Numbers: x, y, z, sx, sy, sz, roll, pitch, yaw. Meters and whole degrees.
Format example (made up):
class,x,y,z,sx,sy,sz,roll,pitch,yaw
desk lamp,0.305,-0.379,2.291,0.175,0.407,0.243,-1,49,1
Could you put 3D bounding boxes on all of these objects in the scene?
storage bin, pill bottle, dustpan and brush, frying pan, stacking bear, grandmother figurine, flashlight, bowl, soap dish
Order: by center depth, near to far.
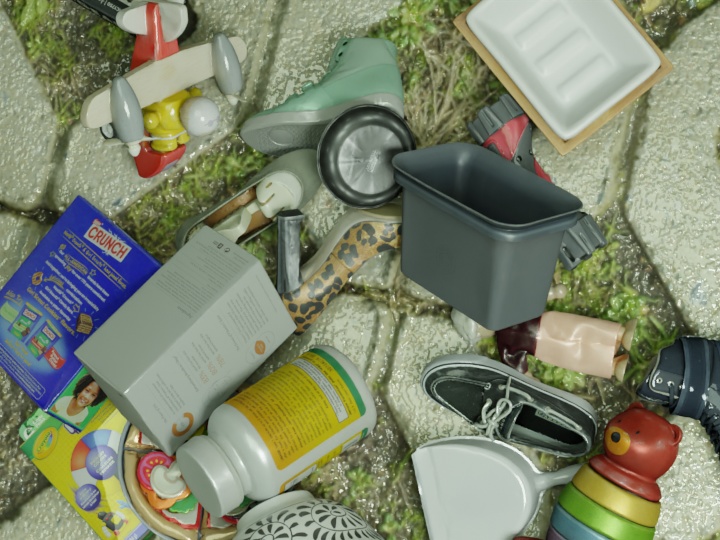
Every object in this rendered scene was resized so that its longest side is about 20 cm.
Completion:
class,x,y,z,sx,sy,sz,roll,pitch,yaw
stacking bear,0.259,0.235,1.419,0.121,0.113,0.201,35,102,54
bowl,-0.072,0.292,1.440,0.199,0.201,0.095,-27,65,3
pill bottle,-0.090,0.172,1.459,0.199,0.113,0.113,-31,76,-26
storage bin,0.130,-0.036,1.460,0.200,0.145,0.136,34,128,43
dustpan and brush,0.167,0.235,1.486,0.198,0.057,0.141,-13,90,12
grandmother figurine,0.194,0.072,1.502,0.198,0.061,0.123,15,89,13
frying pan,0.034,-0.098,1.518,0.115,0.031,0.190,-45,109,-1
flashlight,0.199,-0.099,1.528,0.068,0.068,0.201,-39,81,16
soap dish,0.224,-0.246,1.537,0.157,0.081,0.201,-38,77,0

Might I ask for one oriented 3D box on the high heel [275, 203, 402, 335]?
class,x,y,z,sx,sy,sz,roll,pitch,yaw
high heel,0.000,0.000,1.554,0.198,0.071,0.144,-3,109,-9

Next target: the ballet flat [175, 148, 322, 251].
class,x,y,z,sx,sy,sz,roll,pitch,yaw
ballet flat,-0.120,-0.065,1.560,0.199,0.064,0.068,-32,113,4

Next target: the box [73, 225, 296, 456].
class,x,y,z,sx,sy,sz,roll,pitch,yaw
box,-0.184,0.074,1.476,0.097,0.125,0.200,31,68,38

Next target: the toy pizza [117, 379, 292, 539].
class,x,y,z,sx,sy,sz,roll,pitch,yaw
toy pizza,-0.167,0.203,1.511,0.198,0.032,0.202,3,67,-6

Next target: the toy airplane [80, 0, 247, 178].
class,x,y,z,sx,sy,sz,roll,pitch,yaw
toy airplane,-0.209,-0.206,1.532,0.141,0.199,0.201,33,85,22

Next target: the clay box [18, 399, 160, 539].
class,x,y,z,sx,sy,sz,roll,pitch,yaw
clay box,-0.291,0.211,1.550,0.200,0.048,0.115,44,87,11

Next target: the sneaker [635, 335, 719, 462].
class,x,y,z,sx,sy,sz,roll,pitch,yaw
sneaker,0.360,0.166,1.444,0.144,0.077,0.205,5,72,-2

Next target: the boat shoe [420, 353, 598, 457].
class,x,y,z,sx,sy,sz,roll,pitch,yaw
boat shoe,0.155,0.152,1.478,0.198,0.068,0.074,23,118,6

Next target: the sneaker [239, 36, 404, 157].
class,x,y,z,sx,sy,sz,roll,pitch,yaw
sneaker,-0.042,-0.202,1.582,0.198,0.074,0.119,-11,56,20

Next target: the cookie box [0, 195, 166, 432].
class,x,y,z,sx,sy,sz,roll,pitch,yaw
cookie box,-0.312,0.046,1.540,0.171,0.075,0.200,37,86,34

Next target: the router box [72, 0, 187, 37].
class,x,y,z,sx,sy,sz,roll,pitch,yaw
router box,-0.290,-0.379,1.646,0.199,0.051,0.150,31,88,12
